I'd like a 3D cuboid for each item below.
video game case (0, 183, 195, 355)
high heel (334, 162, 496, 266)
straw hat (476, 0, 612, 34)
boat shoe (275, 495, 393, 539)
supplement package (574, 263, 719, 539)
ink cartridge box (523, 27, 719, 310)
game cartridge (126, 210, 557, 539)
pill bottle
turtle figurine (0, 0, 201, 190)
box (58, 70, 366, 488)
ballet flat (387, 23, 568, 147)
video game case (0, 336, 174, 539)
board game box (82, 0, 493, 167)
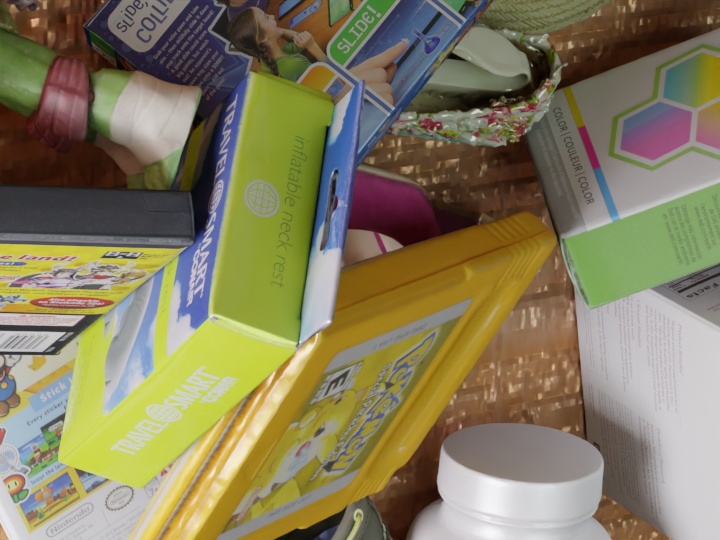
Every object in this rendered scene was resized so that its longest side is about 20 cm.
[{"bbox_3d":[-0.193,0.001,1.088,0.200,0.181,0.026,2,73,-25],"label":"video game case"},{"bbox_3d":[0.000,0.000,1.267,0.200,0.067,0.096,21,87,-58],"label":"high heel"},{"bbox_3d":[0.107,-0.194,1.259,0.201,0.085,0.202,-12,115,-28],"label":"straw hat"},{"bbox_3d":[-0.067,0.182,1.306,0.202,0.072,0.060,-38,124,-20],"label":"boat shoe"},{"bbox_3d":[0.232,0.062,1.365,0.150,0.200,0.152,-20,118,-24],"label":"supplement package"},{"bbox_3d":[0.187,-0.066,1.297,0.200,0.104,0.059,-20,134,6],"label":"ink cartridge box"},{"bbox_3d":[-0.007,0.060,1.210,0.200,0.032,0.176,-17,146,-52],"label":"game cartridge"},{"bbox_3d":[0.074,0.188,1.370,0.113,0.113,0.201,-6,110,-30],"label":"pill bottle"},{"bbox_3d":[-0.177,-0.057,1.088,0.193,0.200,0.144,19,141,-11],"label":"turtle figurine"},{"bbox_3d":[-0.067,0.003,1.114,0.048,0.200,0.122,19,59,-20],"label":"box"},{"bbox_3d":[0.015,-0.100,1.245,0.200,0.064,0.076,-2,68,-37],"label":"ballet flat"},{"bbox_3d":[-0.096,0.060,1.271,0.200,0.023,0.182,-32,122,-17],"label":"video game case"},{"bbox_3d":[-0.012,-0.141,1.183,0.135,0.034,0.200,39,81,5],"label":"board game box"}]
